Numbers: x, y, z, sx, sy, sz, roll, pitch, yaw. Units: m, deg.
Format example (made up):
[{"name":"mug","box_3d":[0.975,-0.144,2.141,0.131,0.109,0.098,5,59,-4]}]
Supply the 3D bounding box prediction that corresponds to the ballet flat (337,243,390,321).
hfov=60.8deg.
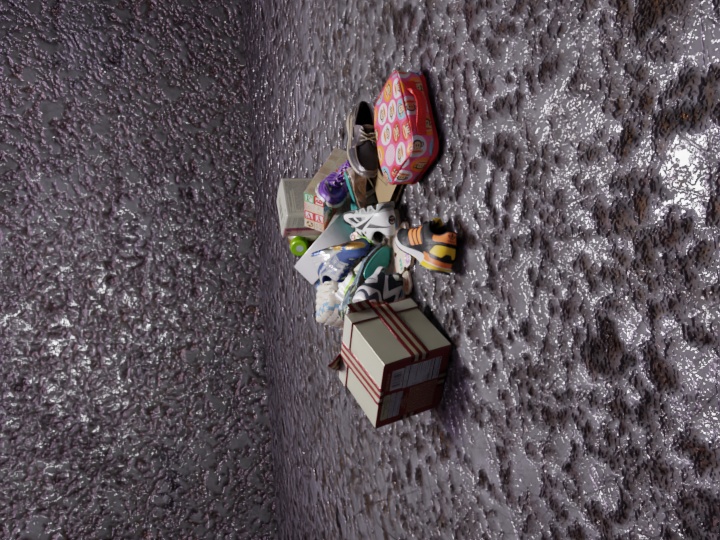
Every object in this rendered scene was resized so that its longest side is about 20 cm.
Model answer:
[{"name":"ballet flat","box_3d":[0.002,0.027,1.404,0.204,0.073,0.074,-63,13,-15]}]

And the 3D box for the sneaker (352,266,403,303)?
[{"name":"sneaker","box_3d":[0.066,0.075,1.366,0.078,0.131,0.200,1,139,46]}]

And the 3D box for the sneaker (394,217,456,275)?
[{"name":"sneaker","box_3d":[0.132,-0.063,1.183,0.200,0.068,0.092,48,123,62]}]

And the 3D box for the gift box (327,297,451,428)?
[{"name":"gift box","box_3d":[0.048,0.169,1.218,0.187,0.195,0.189,48,135,48]}]

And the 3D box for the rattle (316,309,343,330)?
[{"name":"rattle","box_3d":[-0.022,0.117,1.724,0.198,0.142,0.132,23,148,54]}]

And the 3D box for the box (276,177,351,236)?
[{"name":"box","box_3d":[-0.131,-0.181,1.743,0.110,0.194,0.131,117,145,-57]}]

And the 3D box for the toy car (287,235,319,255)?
[{"name":"toy car","box_3d":[-0.142,-0.053,1.908,0.166,0.153,0.205,-99,3,-56]}]

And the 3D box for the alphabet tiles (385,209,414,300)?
[{"name":"alphabet tiles","box_3d":[0.079,-0.028,1.414,0.200,0.014,0.201,128,136,-63]}]

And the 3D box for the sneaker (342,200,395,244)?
[{"name":"sneaker","box_3d":[0.018,-0.103,1.413,0.199,0.072,0.091,-1,101,64]}]

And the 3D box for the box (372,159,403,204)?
[{"name":"box","box_3d":[0.060,-0.251,1.419,0.165,0.021,0.204,112,152,-51]}]

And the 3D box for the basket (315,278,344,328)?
[{"name":"basket","box_3d":[-0.047,0.041,1.627,0.176,0.135,0.206,135,144,-67]}]

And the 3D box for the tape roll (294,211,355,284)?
[{"name":"tape roll","box_3d":[-0.086,-0.061,1.638,0.071,0.203,0.202,41,157,-2]}]

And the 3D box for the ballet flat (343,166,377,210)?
[{"name":"ballet flat","box_3d":[0.008,-0.176,1.510,0.202,0.066,0.069,79,166,-53]}]

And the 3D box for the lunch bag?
[{"name":"lunch bag","box_3d":[0.091,-0.292,1.229,0.176,0.080,0.206,128,136,-63]}]

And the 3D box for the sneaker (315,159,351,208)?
[{"name":"sneaker","box_3d":[-0.043,-0.236,1.531,0.201,0.080,0.084,-55,0,-39]}]

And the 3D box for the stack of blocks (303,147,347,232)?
[{"name":"stack of blocks","box_3d":[-0.083,-0.216,1.634,0.117,0.057,0.202,93,-161,-48]}]

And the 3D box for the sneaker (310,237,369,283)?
[{"name":"sneaker","box_3d":[-0.039,-0.020,1.463,0.198,0.074,0.091,-13,94,53]}]

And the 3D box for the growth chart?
[{"name":"growth chart","box_3d":[0.000,0.000,1.481,0.143,0.017,0.205,24,100,41]}]

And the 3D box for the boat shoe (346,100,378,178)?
[{"name":"boat shoe","box_3d":[0.006,-0.311,1.434,0.074,0.072,0.205,117,146,-56]}]
